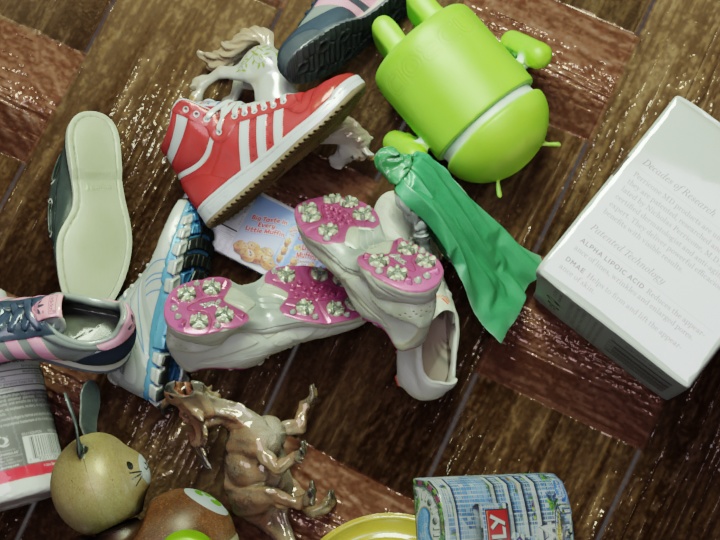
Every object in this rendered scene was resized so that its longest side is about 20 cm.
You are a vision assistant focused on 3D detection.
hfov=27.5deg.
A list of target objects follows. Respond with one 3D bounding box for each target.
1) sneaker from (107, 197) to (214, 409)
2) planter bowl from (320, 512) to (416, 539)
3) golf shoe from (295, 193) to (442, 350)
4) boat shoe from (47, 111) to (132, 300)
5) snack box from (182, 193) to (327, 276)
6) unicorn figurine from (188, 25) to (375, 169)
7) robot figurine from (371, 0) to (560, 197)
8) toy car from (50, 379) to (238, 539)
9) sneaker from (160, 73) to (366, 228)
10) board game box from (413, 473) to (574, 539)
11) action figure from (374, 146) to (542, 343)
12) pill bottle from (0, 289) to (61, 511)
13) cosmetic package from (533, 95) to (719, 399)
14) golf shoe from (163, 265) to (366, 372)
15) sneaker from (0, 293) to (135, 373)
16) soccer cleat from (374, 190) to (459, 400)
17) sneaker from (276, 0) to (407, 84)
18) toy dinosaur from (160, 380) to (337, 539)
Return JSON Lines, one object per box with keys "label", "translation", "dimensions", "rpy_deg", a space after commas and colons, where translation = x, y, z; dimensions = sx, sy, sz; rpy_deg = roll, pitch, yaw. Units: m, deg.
{"label": "sneaker", "translation": [-0.199, 0.026, 1.398], "dimensions": [0.087, 0.075, 0.200], "rpy_deg": [14, 92, 23]}
{"label": "planter bowl", "translation": [0.025, 0.321, 1.333], "dimensions": [0.200, 0.083, 0.201], "rpy_deg": [-1, 81, 5]}
{"label": "golf shoe", "translation": [0.000, 0.000, 1.327], "dimensions": [0.075, 0.092, 0.200], "rpy_deg": [-18, 35, -24]}
{"label": "boat shoe", "translation": [-0.268, -0.050, 1.425], "dimensions": [0.074, 0.066, 0.200], "rpy_deg": [-1, 79, -27]}
{"label": "snack box", "translation": [-0.082, -0.029, 1.424], "dimensions": [0.200, 0.024, 0.072], "rpy_deg": [27, 85, 8]}
{"label": "unicorn figurine", "translation": [-0.077, -0.147, 1.413], "dimensions": [0.137, 0.074, 0.200], "rpy_deg": [-29, 93, 15]}
{"label": "robot figurine", "translation": [0.095, -0.167, 1.381], "dimensions": [0.175, 0.116, 0.200], "rpy_deg": [-40, 83, -3]}
{"label": "toy car", "translation": [-0.211, 0.193, 1.315], "dimensions": [0.158, 0.164, 0.200], "rpy_deg": [-21, 91, 1]}
{"label": "sneaker", "translation": [-0.097, -0.142, 1.351], "dimensions": [0.200, 0.071, 0.113], "rpy_deg": [-38, 83, 15]}
{"label": "board game box", "translation": [0.107, 0.279, 1.287], "dimensions": [0.200, 0.062, 0.200], "rpy_deg": [3, 79, -36]}
{"label": "action figure", "translation": [0.081, -0.040, 1.345], "dimensions": [0.055, 0.118, 0.200], "rpy_deg": [-22, 118, 39]}
{"label": "pill bottle", "translation": [-0.350, 0.123, 1.382], "dimensions": [0.111, 0.111, 0.200], "rpy_deg": [-16, 80, 3]}
{"label": "cosmetic package", "translation": [0.279, -0.014, 1.319], "dimensions": [0.165, 0.165, 0.200], "rpy_deg": [38, 86, 10]}
{"label": "golf shoe", "translation": [-0.087, 0.048, 1.371], "dimensions": [0.200, 0.092, 0.075], "rpy_deg": [-4, 48, -16]}
{"label": "sneaker", "translation": [-0.299, 0.044, 1.313], "dimensions": [0.200, 0.082, 0.070], "rpy_deg": [2, 59, -18]}
{"label": "soccer cleat", "translation": [0.057, 0.020, 1.372], "dimensions": [0.069, 0.078, 0.200], "rpy_deg": [-6, 83, -29]}
{"label": "sneaker", "translation": [-0.023, -0.251, 1.411], "dimensions": [0.082, 0.070, 0.200], "rpy_deg": [39, 57, 18]}
{"label": "toy dinosaur", "translation": [-0.103, 0.184, 1.370], "dimensions": [0.135, 0.086, 0.200], "rpy_deg": [-10, 97, 14]}
